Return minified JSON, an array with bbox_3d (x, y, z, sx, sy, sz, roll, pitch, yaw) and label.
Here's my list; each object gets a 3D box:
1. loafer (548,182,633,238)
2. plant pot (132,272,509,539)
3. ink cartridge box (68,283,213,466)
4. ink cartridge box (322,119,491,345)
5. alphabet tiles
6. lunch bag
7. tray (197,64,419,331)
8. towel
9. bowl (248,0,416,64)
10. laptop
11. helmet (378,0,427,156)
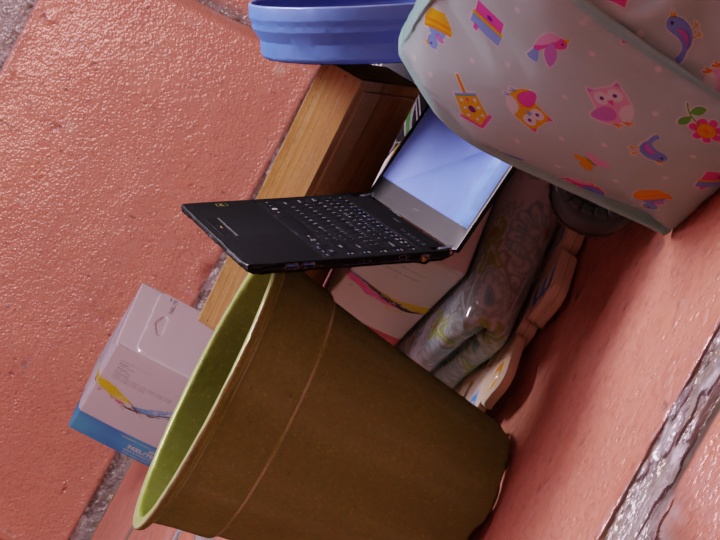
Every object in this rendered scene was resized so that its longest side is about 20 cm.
[{"bbox_3d":[0.166,-0.090,1.324,0.200,0.073,0.071,-63,-3,-34],"label":"loafer"},{"bbox_3d":[-0.014,0.111,1.337,0.200,0.189,0.200,-61,9,17],"label":"plant pot"},{"bbox_3d":[-0.315,0.155,3.147,0.200,0.146,0.147,-56,10,38],"label":"ink cartridge box"},{"bbox_3d":[0.040,-0.033,1.469,0.200,0.067,0.117,-49,17,60],"label":"ink cartridge box"},{"bbox_3d":[0.100,0.040,1.463,0.200,0.015,0.196,-54,10,45],"label":"alphabet tiles"},{"bbox_3d":[0.131,-0.127,1.165,0.122,0.199,0.170,-67,9,-26],"label":"lunch bag"},{"bbox_3d":[-0.033,-0.046,1.462,0.200,0.037,0.099,-62,-22,14],"label":"tray"},{"bbox_3d":[0.086,0.000,1.482,0.172,0.048,0.200,-68,9,-25],"label":"towel"},{"bbox_3d":[0.026,-0.166,1.410,0.201,0.200,0.040,-107,13,-78],"label":"bowl"},{"bbox_3d":[0.003,-0.071,1.312,0.177,0.199,0.104,-143,51,-69],"label":"laptop"},{"bbox_3d":[0.079,-0.153,1.599,0.200,0.200,0.191,-57,3,35],"label":"helmet"}]
